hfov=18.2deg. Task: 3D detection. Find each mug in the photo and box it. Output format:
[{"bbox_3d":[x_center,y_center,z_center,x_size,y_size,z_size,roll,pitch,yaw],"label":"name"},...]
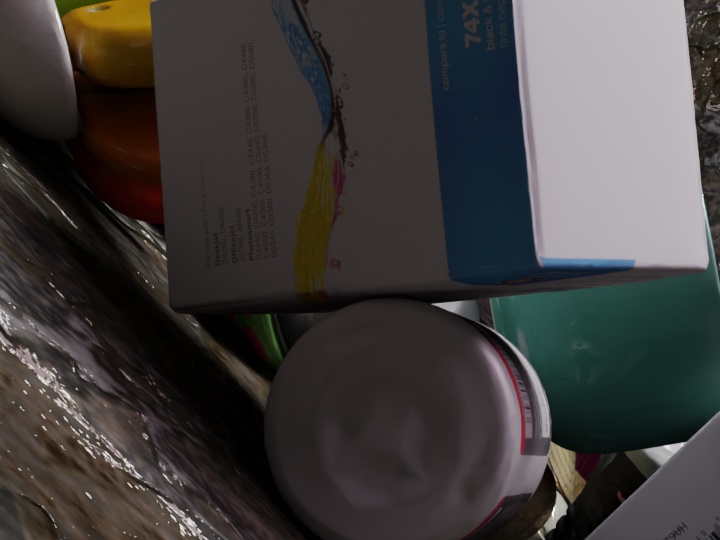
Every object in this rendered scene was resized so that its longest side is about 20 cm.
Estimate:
[{"bbox_3d":[0.129,0.021,1.174,0.185,0.114,0.153,56,25,-75],"label":"mug"}]

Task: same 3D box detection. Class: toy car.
[{"bbox_3d":[-0.111,-0.105,1.176,0.200,0.174,0.151,-126,-154,-61],"label":"toy car"}]

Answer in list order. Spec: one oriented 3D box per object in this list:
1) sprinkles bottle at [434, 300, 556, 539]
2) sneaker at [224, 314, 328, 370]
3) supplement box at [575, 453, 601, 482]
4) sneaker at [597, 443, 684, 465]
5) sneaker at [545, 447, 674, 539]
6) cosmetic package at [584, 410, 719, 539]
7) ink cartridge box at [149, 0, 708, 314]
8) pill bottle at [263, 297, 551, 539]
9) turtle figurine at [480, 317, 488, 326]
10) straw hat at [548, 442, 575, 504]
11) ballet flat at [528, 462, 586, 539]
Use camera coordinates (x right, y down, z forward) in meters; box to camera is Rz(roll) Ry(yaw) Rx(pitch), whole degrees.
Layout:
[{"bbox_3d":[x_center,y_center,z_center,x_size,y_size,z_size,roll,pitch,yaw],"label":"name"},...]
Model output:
[{"bbox_3d":[0.051,0.072,1.218,0.068,0.068,0.200,50,-9,42],"label":"sprinkles bottle"},{"bbox_3d":[-0.019,0.018,1.224,0.077,0.084,0.200,48,5,31],"label":"sneaker"},{"bbox_3d":[0.174,0.153,1.553,0.200,0.104,0.101,46,-21,-29],"label":"supplement box"},{"bbox_3d":[0.193,0.148,1.435,0.087,0.074,0.201,-6,68,-36],"label":"sneaker"},{"bbox_3d":[0.158,0.148,1.302,0.071,0.099,0.200,32,-2,2],"label":"sneaker"},{"bbox_3d":[0.194,0.170,1.143,0.123,0.199,0.200,47,5,20],"label":"cosmetic package"},{"bbox_3d":[0.028,-0.060,1.005,0.146,0.199,0.147,1,83,-54],"label":"ink cartridge box"},{"bbox_3d":[0.029,0.073,1.029,0.111,0.111,0.200,47,4,11],"label":"pill bottle"},{"bbox_3d":[0.000,0.000,1.399,0.200,0.144,0.195,18,43,-54],"label":"turtle figurine"},{"bbox_3d":[0.128,0.027,1.309,0.201,0.085,0.202,-19,90,-85],"label":"straw hat"},{"bbox_3d":[0.131,0.181,1.425,0.200,0.068,0.072,50,23,-7],"label":"ballet flat"}]
